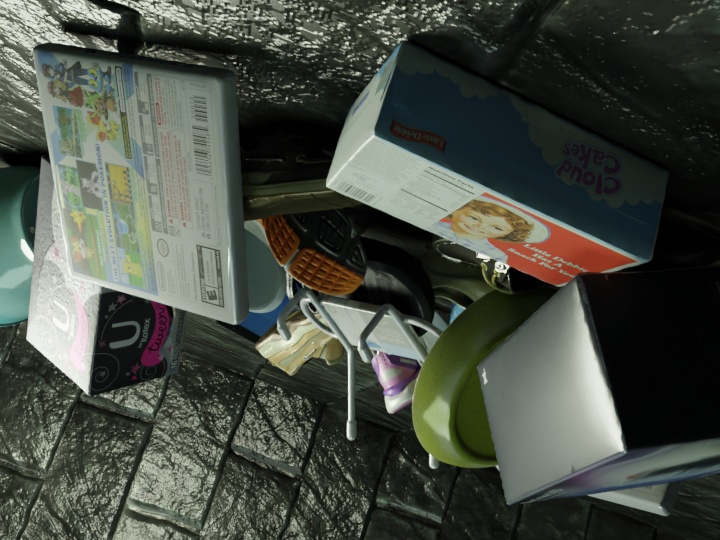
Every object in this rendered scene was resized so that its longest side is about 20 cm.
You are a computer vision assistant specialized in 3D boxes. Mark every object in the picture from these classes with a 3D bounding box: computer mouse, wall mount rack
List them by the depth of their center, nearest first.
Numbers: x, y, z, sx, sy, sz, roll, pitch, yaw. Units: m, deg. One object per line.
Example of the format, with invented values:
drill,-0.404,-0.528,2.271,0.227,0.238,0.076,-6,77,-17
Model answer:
wall mount rack,0.010,0.097,0.818,0.198,0.075,0.175,9,143,45
computer mouse,0.000,0.000,0.844,0.198,0.053,0.141,21,135,35

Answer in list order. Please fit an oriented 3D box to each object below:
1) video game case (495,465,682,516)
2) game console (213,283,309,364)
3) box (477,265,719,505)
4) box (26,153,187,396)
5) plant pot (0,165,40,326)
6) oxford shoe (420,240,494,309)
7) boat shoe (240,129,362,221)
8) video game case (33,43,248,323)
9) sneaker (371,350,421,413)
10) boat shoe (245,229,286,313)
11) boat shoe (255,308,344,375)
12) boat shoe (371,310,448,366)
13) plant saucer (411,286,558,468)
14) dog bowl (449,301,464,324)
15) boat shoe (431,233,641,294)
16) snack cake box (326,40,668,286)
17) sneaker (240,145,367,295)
video game case,0.251,0.141,0.870,0.198,0.184,0.022,1,143,50
game console,-0.049,0.054,1.070,0.173,0.118,0.199,9,163,37
box,0.216,0.089,0.632,0.194,0.126,0.201,-3,157,-14
box,-0.248,-0.001,0.857,0.131,0.204,0.114,27,-155,36
plant pot,-0.414,-0.044,1.077,0.185,0.204,0.199,-13,148,37
oxford shoe,0.149,0.026,0.836,0.196,0.059,0.075,17,164,6
boat shoe,-0.062,-0.082,0.694,0.197,0.068,0.071,-6,173,24
video game case,-0.173,-0.069,0.685,0.179,0.022,0.204,13,120,23
sneaker,0.070,0.102,1.103,0.089,0.080,0.200,55,-153,1
boat shoe,-0.122,-0.025,0.888,0.200,0.071,0.091,46,-171,31
boat shoe,-0.043,0.072,0.988,0.076,0.072,0.199,49,142,-8
boat shoe,0.046,0.066,0.970,0.202,0.086,0.075,49,179,-37
plant saucer,0.139,0.104,0.779,0.199,0.201,0.031,30,-170,-37
dog bowl,0.160,0.066,0.979,0.109,0.050,0.200,13,165,22
boat shoe,0.135,-0.012,0.703,0.199,0.062,0.071,6,161,43
snack cake box,0.087,-0.062,0.572,0.197,0.068,0.115,23,163,-13
sneaker,-0.075,-0.053,0.797,0.199,0.076,0.092,39,-179,-2
